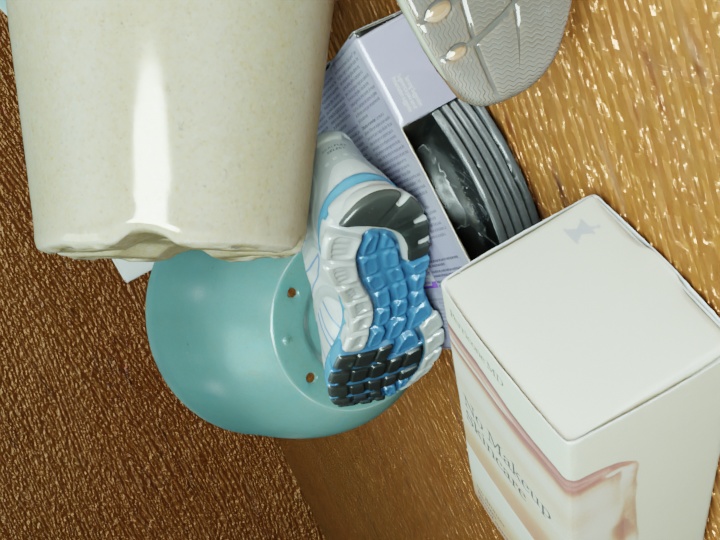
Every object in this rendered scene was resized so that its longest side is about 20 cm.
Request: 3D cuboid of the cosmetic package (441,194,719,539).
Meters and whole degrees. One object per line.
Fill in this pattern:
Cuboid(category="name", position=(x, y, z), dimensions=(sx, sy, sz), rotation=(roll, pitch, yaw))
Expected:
Cuboid(category="cosmetic package", position=(0.106, 0.076, 0.547), dimensions=(0.104, 0.087, 0.201), rotation=(54, 166, 38))

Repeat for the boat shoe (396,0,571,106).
Cuboid(category="boat shoe", position=(0.022, -0.159, 0.422), dimensions=(0.072, 0.075, 0.202), rotation=(-157, 49, -78))

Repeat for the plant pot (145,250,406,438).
Cuboid(category="plant pot", position=(-0.039, 0.032, 0.850), dimensions=(0.161, 0.200, 0.202), rotation=(2, 121, 62))

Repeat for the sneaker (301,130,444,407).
Cuboid(category="sneaker", position=(0.000, 0.000, 0.666), dimensions=(0.201, 0.074, 0.087), rotation=(89, 158, -49))

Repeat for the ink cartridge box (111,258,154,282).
Cuboid(category="ink cartridge box", position=(-0.142, -0.089, 0.968), dimensions=(0.144, 0.199, 0.084), rotation=(40, 156, 62))

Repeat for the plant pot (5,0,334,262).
Cuboid(category="plant pot", position=(-0.092, -0.099, 0.572), dimensions=(0.200, 0.198, 0.185), rotation=(167, 103, -78))

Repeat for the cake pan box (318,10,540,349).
Cuboid(category="cake pan box", position=(0.038, -0.044, 0.665), dimensions=(0.185, 0.052, 0.200), rotation=(60, 169, -3))

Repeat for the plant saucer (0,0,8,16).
Cuboid(category="plant saucer", position=(-0.164, -0.181, 0.716), dimensions=(0.200, 0.027, 0.201), rotation=(39, -155, -22))
